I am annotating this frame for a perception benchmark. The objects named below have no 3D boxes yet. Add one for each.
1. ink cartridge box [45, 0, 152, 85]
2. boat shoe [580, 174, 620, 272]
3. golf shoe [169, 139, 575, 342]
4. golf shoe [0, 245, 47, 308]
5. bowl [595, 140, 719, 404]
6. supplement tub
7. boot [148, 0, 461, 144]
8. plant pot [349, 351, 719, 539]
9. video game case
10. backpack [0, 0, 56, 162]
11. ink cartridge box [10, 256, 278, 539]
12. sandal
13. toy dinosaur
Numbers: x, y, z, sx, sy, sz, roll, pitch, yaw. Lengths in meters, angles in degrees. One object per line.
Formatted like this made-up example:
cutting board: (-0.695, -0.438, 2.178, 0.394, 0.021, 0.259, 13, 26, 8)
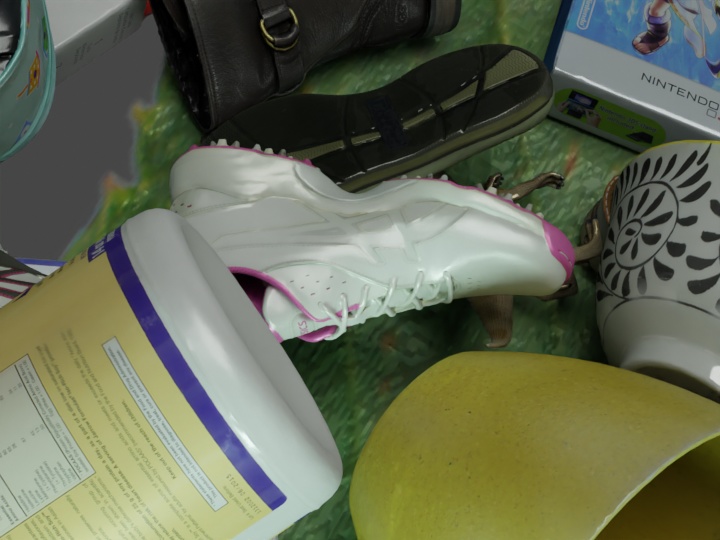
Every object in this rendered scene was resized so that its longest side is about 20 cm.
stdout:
ink cartridge box: (-0.181, -0.207, 1.300, 0.176, 0.045, 0.200, -37, 78, -27)
boat shoe: (0.221, -0.011, 1.296, 0.198, 0.068, 0.075, 9, 59, -15)
golf shoe: (0.000, 0.000, 1.153, 0.198, 0.075, 0.092, 9, 64, 9)
golf shoe: (-0.158, 0.021, 1.127, 0.198, 0.077, 0.089, 4, 52, -14)
bowl: (0.185, 0.043, 1.187, 0.200, 0.201, 0.094, 37, 63, 5)
supplement tub: (-0.124, 0.084, 1.025, 0.199, 0.145, 0.146, -34, 74, 3)
boot: (-0.038, -0.181, 1.275, 0.173, 0.069, 0.202, -21, 105, -27)
plant pot: (0.079, 0.118, 1.139, 0.200, 0.201, 0.142, -35, 55, -28)
video game case: (0.207, -0.146, 1.378, 0.180, 0.046, 0.201, 22, 59, -5)
backpack: (-0.244, -0.106, 1.158, 0.199, 0.153, 0.177, -21, 66, 3)
ink cartridge box: (-0.137, 0.093, 1.159, 0.195, 0.043, 0.201, 5, 60, -12)
sandal: (0.006, -0.055, 1.243, 0.199, 0.058, 0.080, -16, 48, 4)
toy dinosaur: (0.068, -0.006, 1.251, 0.100, 0.059, 0.201, -2, 38, -17)
